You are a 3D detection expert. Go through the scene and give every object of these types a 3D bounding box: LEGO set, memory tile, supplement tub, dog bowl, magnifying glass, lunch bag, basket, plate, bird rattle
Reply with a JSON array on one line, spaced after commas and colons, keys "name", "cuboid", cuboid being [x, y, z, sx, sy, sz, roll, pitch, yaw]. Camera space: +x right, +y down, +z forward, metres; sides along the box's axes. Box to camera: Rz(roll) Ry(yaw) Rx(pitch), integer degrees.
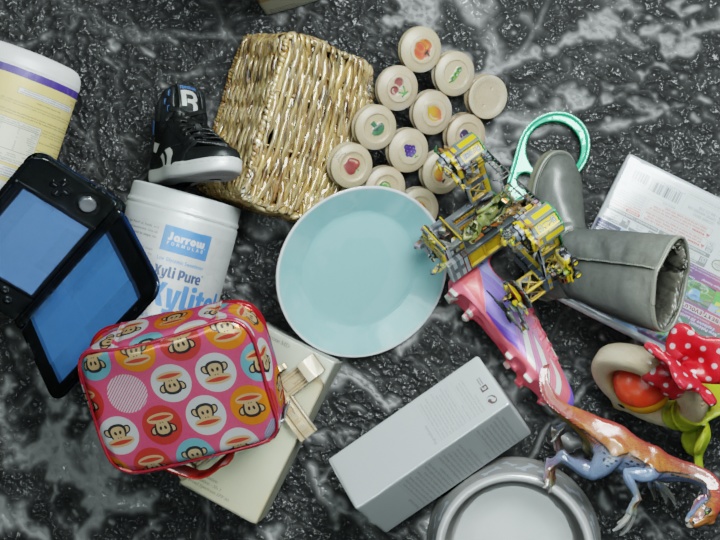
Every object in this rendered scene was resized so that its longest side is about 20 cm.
[{"name": "LEGO set", "cuboid": [0.125, -0.035, 1.355, 0.116, 0.154, 0.200, -35, 59, -8]}, {"name": "memory tile", "cuboid": [0.066, -0.155, 1.437, 0.153, 0.017, 0.201, 32, 89, -27]}, {"name": "supplement tub", "cuboid": [-0.218, 0.012, 1.440, 0.131, 0.132, 0.202, 15, 90, 6]}, {"name": "dog bowl", "cuboid": [0.170, 0.309, 1.427, 0.198, 0.059, 0.202, 0, 87, 6]}, {"name": "magnifying glass", "cuboid": [0.181, -0.095, 1.460, 0.080, 0.022, 0.200, 42, 93, 6]}, {"name": "supplement tub", "cuboid": [-0.412, -0.150, 1.458, 0.144, 0.145, 0.201, 18, 89, 6]}, {"name": "lunch bag", "cuboid": [-0.179, 0.133, 1.341, 0.198, 0.082, 0.177, -12, 108, 8]}, {"name": "basket", "cuboid": [-0.078, -0.159, 1.467, 0.142, 0.149, 0.202, 16, 89, -28]}, {"name": "plate", "cuboid": [0.000, 0.000, 1.440, 0.198, 0.026, 0.202, -6, 111, -16]}, {"name": "bird rattle", "cuboid": [0.315, 0.128, 1.359, 0.162, 0.200, 0.113, 12, 69, 36]}]

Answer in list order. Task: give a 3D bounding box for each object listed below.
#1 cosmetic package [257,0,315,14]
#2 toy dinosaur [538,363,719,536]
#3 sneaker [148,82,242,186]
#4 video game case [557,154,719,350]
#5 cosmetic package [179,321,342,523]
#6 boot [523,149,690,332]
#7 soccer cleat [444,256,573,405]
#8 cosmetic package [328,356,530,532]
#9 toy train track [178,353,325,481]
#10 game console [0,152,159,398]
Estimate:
[{"name": "cosmetic package", "cuboid": [-0.080, -0.348, 1.405, 0.104, 0.200, 0.072, -16, 86, 5]}, {"name": "toy dinosaur", "cuboid": [0.284, 0.205, 1.354, 0.180, 0.105, 0.201, -2, 125, 25]}, {"name": "sneaker", "cuboid": [-0.187, -0.153, 1.415, 0.073, 0.200, 0.113, 1, 89, -28]}, {"name": "video game case", "cuboid": [0.347, -0.005, 1.440, 0.199, 0.023, 0.183, 27, 90, 5]}, {"name": "cosmetic package", "cuboid": [-0.111, 0.169, 1.453, 0.103, 0.073, 0.201, 25, 91, 6]}, {"name": "boot", "cuboid": [0.257, -0.036, 1.355, 0.072, 0.200, 0.184, -2, 95, -28]}, {"name": "soccer cleat", "cuboid": [0.178, 0.068, 1.435, 0.076, 0.067, 0.200, -41, 85, -11]}, {"name": "cosmetic package", "cuboid": [0.077, 0.192, 1.410, 0.199, 0.102, 0.071, -35, 57, 2]}, {"name": "toy train track", "cuboid": [-0.125, 0.160, 1.401, 0.200, 0.033, 0.115, -38, 85, 5]}, {"name": "game console", "cuboid": [-0.336, 0.008, 1.381, 0.170, 0.119, 0.200, 33, 115, -27]}]
